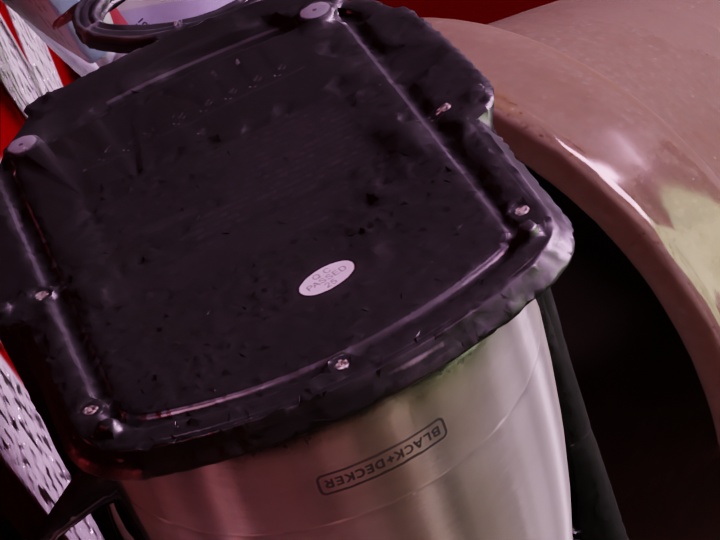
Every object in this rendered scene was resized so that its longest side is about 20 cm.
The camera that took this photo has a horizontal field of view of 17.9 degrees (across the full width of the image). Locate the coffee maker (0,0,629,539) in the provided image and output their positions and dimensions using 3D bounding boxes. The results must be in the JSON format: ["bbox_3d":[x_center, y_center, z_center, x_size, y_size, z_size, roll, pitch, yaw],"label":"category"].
[{"bbox_3d":[0.003,0.047,0.540,0.193,0.134,0.201,-85,161,-52],"label":"coffee maker"}]

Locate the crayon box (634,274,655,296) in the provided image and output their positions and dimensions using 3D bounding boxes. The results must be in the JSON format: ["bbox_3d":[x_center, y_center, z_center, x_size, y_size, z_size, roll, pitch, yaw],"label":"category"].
[{"bbox_3d":[0.111,0.000,0.885,0.127,0.051,0.200,43,-4,30],"label":"crayon box"}]

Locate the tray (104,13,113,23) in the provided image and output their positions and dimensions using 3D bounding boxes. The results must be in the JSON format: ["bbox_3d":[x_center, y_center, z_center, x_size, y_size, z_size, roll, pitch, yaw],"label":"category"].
[{"bbox_3d":[-0.065,-0.100,0.909,0.022,0.107,0.201,106,-35,-60],"label":"tray"}]

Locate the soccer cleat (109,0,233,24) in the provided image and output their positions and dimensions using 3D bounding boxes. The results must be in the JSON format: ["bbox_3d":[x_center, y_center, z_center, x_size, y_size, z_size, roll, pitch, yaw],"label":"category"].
[{"bbox_3d":[-0.040,-0.072,0.857,0.200,0.076,0.067,50,16,11],"label":"soccer cleat"}]

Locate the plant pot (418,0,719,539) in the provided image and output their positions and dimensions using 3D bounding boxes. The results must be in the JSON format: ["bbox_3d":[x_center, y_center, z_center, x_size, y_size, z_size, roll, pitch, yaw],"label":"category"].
[{"bbox_3d":[0.066,-0.005,0.680,0.175,0.200,0.201,-40,110,-42],"label":"plant pot"}]

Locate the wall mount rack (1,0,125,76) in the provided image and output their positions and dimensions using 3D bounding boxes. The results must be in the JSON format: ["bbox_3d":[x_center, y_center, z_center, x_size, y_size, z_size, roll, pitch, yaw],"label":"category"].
[{"bbox_3d":[-0.076,-0.113,0.685,0.174,0.075,0.200,37,-9,26],"label":"wall mount rack"}]
